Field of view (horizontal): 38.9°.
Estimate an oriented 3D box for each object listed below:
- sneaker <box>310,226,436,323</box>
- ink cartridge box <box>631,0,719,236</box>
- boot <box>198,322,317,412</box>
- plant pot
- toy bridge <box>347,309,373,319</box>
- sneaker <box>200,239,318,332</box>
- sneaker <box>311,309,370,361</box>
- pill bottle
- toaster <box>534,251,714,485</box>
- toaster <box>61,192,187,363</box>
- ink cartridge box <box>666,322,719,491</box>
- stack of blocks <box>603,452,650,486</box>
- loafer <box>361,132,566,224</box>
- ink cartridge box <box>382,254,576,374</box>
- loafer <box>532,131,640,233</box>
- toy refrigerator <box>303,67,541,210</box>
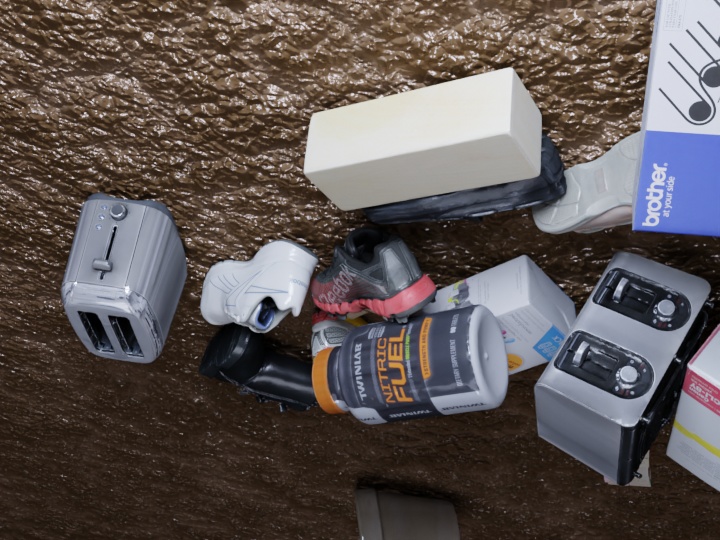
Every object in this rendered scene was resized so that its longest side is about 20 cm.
[{"bbox_3d":[0.000,0.000,1.100,0.199,0.070,0.099,-2,117,58],"label":"sneaker"},{"bbox_3d":[0.262,-0.122,0.768,0.092,0.044,0.203,4,126,11],"label":"ink cartridge box"},{"bbox_3d":[-0.116,0.127,1.346,0.160,0.074,0.198,23,155,-15],"label":"boot"},{"bbox_3d":[0.084,0.471,1.770,0.170,0.203,0.201,-8,149,-3],"label":"plant pot"},{"bbox_3d":[0.072,0.075,1.244,0.199,0.028,0.067,31,143,-31],"label":"toy bridge"},{"bbox_3d":[-0.129,0.032,1.177,0.074,0.088,0.199,27,147,-29],"label":"sneaker"},{"bbox_3d":[0.009,0.125,1.292,0.199,0.083,0.077,31,144,-31],"label":"sneaker"},{"bbox_3d":[0.048,0.104,1.071,0.197,0.108,0.106,-12,143,27],"label":"pill bottle"},{"bbox_3d":[0.275,0.105,1.061,0.118,0.182,0.201,27,158,26],"label":"toaster"},{"bbox_3d":[-0.265,0.016,1.152,0.112,0.131,0.201,9,150,4],"label":"toaster"},{"bbox_3d":[0.404,0.125,1.078,0.083,0.145,0.201,33,155,28],"label":"ink cartridge box"},{"bbox_3d":[0.341,0.212,1.300,0.058,0.117,0.201,0,149,16],"label":"stack of blocks"},{"bbox_3d":[0.094,-0.072,0.950,0.198,0.069,0.071,-12,132,27],"label":"loafer"},{"bbox_3d":[0.131,0.070,1.149,0.198,0.069,0.115,-24,136,31],"label":"ink cartridge box"},{"bbox_3d":[0.246,-0.076,0.910,0.062,0.073,0.198,13,159,-39],"label":"loafer"},{"bbox_3d":[0.054,-0.114,0.898,0.197,0.071,0.076,-8,152,30],"label":"toy refrigerator"}]
